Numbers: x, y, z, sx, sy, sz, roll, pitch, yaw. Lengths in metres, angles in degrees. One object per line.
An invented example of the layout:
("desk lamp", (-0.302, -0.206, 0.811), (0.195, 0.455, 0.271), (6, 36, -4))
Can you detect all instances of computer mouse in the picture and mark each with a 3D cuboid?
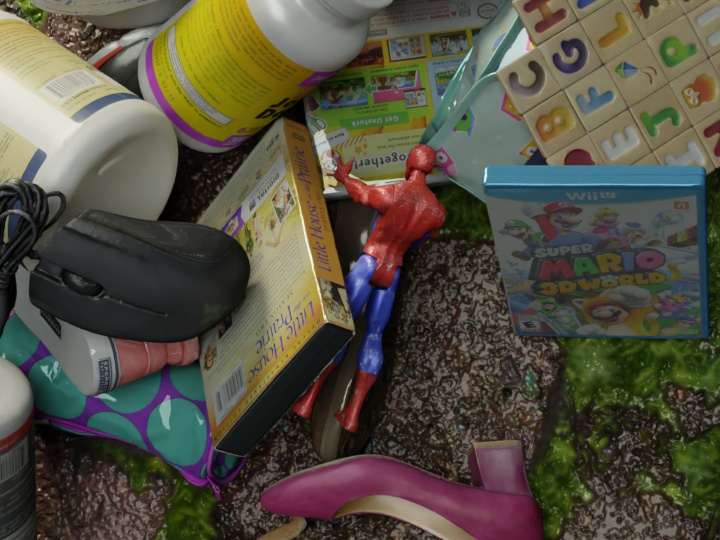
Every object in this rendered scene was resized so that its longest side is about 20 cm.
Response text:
("computer mouse", (-0.163, 0.013, 1.197), (0.139, 0.199, 0.053), (-64, 33, 34))

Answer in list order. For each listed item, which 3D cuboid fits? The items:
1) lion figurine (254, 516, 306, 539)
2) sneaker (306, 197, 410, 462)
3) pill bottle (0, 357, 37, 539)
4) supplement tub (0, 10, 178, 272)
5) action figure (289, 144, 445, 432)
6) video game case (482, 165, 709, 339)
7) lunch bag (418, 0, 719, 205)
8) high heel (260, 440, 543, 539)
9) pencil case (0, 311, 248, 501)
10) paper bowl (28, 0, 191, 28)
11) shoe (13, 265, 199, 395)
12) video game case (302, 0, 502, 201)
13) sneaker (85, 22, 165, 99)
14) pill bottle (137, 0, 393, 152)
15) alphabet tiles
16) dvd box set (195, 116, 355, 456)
("lion figurine", (-0.059, 0.243, 1.269), (0.122, 0.200, 0.073), (-33, 119, -20))
("sneaker", (-0.016, 0.042, 1.325), (0.075, 0.070, 0.202), (9, 79, 25))
("pill bottle", (-0.293, 0.168, 1.300), (0.115, 0.116, 0.201), (13, 121, 13))
("supplement tub", (-0.244, -0.095, 1.267), (0.199, 0.144, 0.145), (34, 92, 23))
("action figure", (0.000, 0.000, 1.255), (0.065, 0.099, 0.201), (19, 100, -25))
("video game case", (0.165, -0.009, 1.221), (0.142, 0.200, 0.018), (1, 59, 12))
("lunch bag", (0.154, -0.118, 1.251), (0.170, 0.122, 0.201), (32, 91, -10))
("high heel", (0.031, 0.182, 1.283), (0.198, 0.067, 0.097), (-5, 72, -10))
("pencil case", (-0.179, 0.097, 1.337), (0.199, 0.085, 0.093), (15, 68, 14))
("paper bowl", (-0.167, -0.258, 1.335), (0.199, 0.105, 0.202), (-11, 42, 10))
("shoe", (-0.198, 0.013, 1.322), (0.200, 0.090, 0.072), (47, 138, 40))
("video game case", (0.054, -0.154, 1.325), (0.198, 0.023, 0.184), (-8, 82, -2))
("sneaker", (-0.194, -0.105, 1.373), (0.200, 0.077, 0.082), (-43, 80, 16))
("pill bottle", (-0.063, -0.169, 1.258), (0.200, 0.104, 0.105), (-31, 76, 43))
("alphabet tiles", (0.197, -0.139, 1.195), (0.199, 0.006, 0.167), (-31, 97, -8))
("dvd box set", (-0.069, 0.010, 1.269), (0.146, 0.029, 0.201), (-50, 38, 32))
